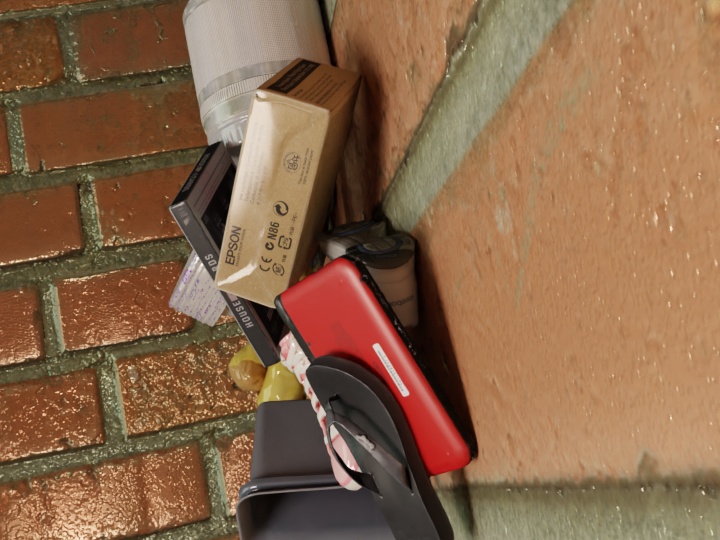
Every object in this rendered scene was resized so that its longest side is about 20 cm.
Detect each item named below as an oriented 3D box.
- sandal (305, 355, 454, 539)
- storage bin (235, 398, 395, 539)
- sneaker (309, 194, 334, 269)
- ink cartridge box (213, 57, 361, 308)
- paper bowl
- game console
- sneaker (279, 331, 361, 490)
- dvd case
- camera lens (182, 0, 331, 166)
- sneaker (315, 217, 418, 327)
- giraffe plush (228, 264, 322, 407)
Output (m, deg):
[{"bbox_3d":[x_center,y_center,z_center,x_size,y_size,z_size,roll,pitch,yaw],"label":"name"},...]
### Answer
[{"bbox_3d":[0.015,0.160,0.817,0.076,0.043,0.201,-26,95,49],"label":"sandal"},{"bbox_3d":[-0.031,0.220,1.067,0.146,0.199,0.135,90,177,-46],"label":"storage bin"},{"bbox_3d":[-0.073,-0.082,1.316,0.201,0.070,0.076,100,174,-45],"label":"sneaker"},{"bbox_3d":[-0.068,-0.089,0.944,0.165,0.075,0.201,-67,-7,-67],"label":"ink cartridge box"},{"bbox_3d":[-0.150,-0.025,1.214,0.201,0.104,0.201,-59,10,18],"label":"paper bowl"},{"bbox_3d":[0.026,0.077,0.877,0.172,0.119,0.201,-31,92,49],"label":"game console"},{"bbox_3d":[-0.036,0.117,0.984,0.075,0.104,0.201,130,147,-56],"label":"sneaker"},{"bbox_3d":[-0.125,-0.019,1.031,0.201,0.025,0.151,62,-161,-24],"label":"dvd case"},{"bbox_3d":[-0.112,-0.229,1.121,0.160,0.159,0.201,124,135,-76],"label":"camera lens"},{"bbox_3d":[0.007,0.002,0.949,0.200,0.074,0.088,-128,24,-72],"label":"sneaker"},{"bbox_3d":[-0.059,0.073,1.197,0.162,0.172,0.201,119,165,-61],"label":"giraffe plush"}]
